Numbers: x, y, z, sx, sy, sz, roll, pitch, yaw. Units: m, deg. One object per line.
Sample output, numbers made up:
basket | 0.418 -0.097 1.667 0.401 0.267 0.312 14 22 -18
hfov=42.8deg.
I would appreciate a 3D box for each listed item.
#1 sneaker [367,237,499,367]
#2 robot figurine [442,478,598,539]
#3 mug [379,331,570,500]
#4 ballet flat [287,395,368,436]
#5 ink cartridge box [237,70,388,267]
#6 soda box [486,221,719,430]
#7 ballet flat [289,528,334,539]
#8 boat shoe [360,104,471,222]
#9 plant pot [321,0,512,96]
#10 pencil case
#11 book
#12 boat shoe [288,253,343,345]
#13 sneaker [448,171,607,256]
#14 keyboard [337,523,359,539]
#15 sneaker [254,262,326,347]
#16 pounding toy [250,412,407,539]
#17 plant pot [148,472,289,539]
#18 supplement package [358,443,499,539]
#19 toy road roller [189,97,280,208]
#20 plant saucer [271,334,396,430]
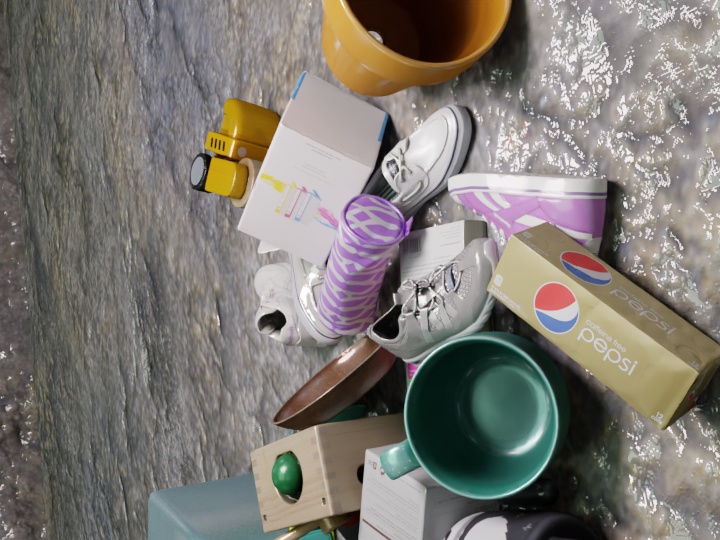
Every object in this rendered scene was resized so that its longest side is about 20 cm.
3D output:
sneaker | 0.075 0.036 0.950 0.201 0.080 0.076 -54 29 43
robot figurine | 0.157 0.296 0.889 0.199 0.150 0.126 -20 105 55
mug | 0.116 0.137 0.912 0.181 0.114 0.156 4 91 23
ballet flat | -0.053 0.193 1.263 0.200 0.073 0.076 -46 55 46
ink cartridge box | -0.065 -0.117 1.168 0.130 0.123 0.202 -75 11 -48
soda box | 0.210 0.043 0.797 0.199 0.067 0.065 40 126 28
ballet flat | -0.074 0.355 1.307 0.067 0.065 0.205 -117 20 -71
boat shoe | 0.057 -0.112 1.071 0.201 0.066 0.074 -57 48 42
plant pot | 0.038 -0.280 0.997 0.183 0.196 0.205 149 114 -69
pencil case | 0.000 0.000 1.114 0.202 0.084 0.085 105 -174 -52
book | 0.093 0.053 1.048 0.133 0.047 0.205 -8 83 58
boat shoe | -0.054 -0.001 1.252 0.070 0.069 0.204 -49 46 50
sneaker | 0.156 -0.041 0.921 0.199 0.071 0.117 16 108 55
keyboard | 0.016 0.375 1.210 0.200 0.020 0.130 40 118 50
sneaker | -0.119 0.045 1.324 0.200 0.098 0.076 39 126 50
pounding toy | -0.046 0.273 1.121 0.183 0.197 0.145 -30 68 47
plant pot | -0.194 0.445 1.379 0.199 0.193 0.201 15 105 55
supplement package | 0.073 0.307 1.028 0.116 0.115 0.205 18 108 52
toy road roller | -0.162 -0.171 1.362 0.199 0.121 0.149 24 101 54
plant saucer | -0.021 0.136 1.125 0.037 0.200 0.200 51 143 -4
